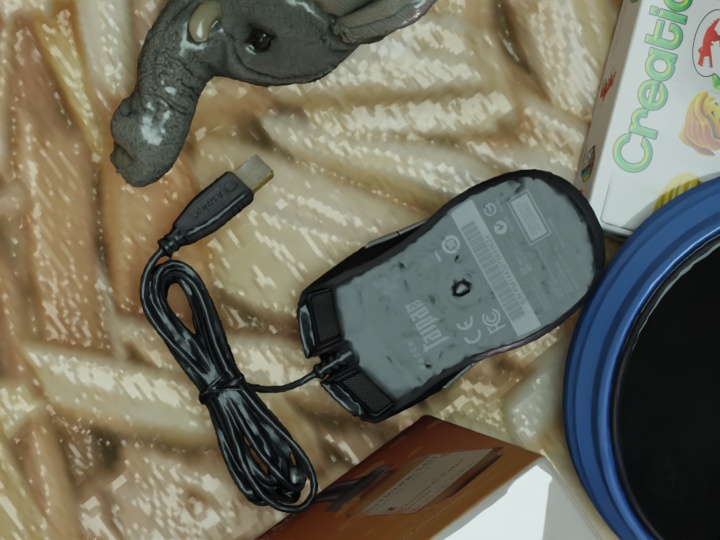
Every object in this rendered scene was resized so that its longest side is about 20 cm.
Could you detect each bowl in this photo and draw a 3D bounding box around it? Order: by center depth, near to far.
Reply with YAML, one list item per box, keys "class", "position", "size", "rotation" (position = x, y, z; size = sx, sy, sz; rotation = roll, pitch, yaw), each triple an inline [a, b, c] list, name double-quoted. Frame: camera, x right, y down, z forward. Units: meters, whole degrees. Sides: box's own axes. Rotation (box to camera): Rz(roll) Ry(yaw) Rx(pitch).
- class: "bowl"
  position: [0.191, 0.054, 1.325]
  size: [0.199, 0.039, 0.202]
  rotation: [-3, 105, -13]

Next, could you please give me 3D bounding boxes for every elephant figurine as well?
- class: "elephant figurine"
  position: [-0.021, -0.144, 1.271]
  size: [0.141, 0.154, 0.202]
  rotation: [-22, 111, -54]

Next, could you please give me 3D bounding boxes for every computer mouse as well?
- class: "computer mouse"
  position: [0.000, 0.000, 1.309]
  size: [0.199, 0.046, 0.141]
  rotation: [-35, 93, -5]

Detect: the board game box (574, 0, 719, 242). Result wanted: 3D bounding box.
- class: "board game box"
  position: [0.180, -0.101, 1.347]
  size: [0.125, 0.035, 0.201]
  rotation: [15, 87, -13]

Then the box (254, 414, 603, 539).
- class: "box"
  position: [0.020, 0.152, 1.231]
  size: [0.152, 0.200, 0.107]
  rotation: [-36, 99, -9]
